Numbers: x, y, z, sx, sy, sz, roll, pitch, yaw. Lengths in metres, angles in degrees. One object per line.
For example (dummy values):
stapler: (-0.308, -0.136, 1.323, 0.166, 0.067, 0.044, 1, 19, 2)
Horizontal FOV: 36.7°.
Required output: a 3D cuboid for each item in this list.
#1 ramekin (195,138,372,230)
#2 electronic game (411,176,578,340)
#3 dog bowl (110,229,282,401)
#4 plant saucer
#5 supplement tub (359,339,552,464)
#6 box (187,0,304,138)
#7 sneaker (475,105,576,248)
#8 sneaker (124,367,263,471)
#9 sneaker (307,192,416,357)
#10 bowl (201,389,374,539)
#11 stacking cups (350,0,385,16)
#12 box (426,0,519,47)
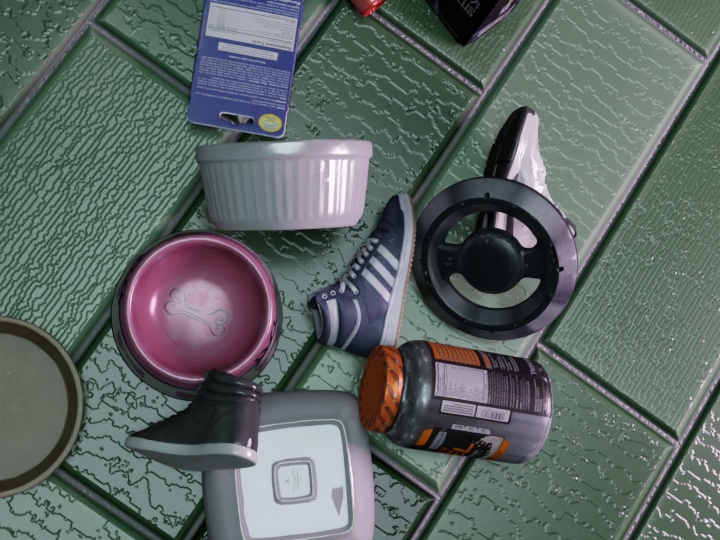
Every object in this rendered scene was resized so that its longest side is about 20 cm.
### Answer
ramekin: (-0.083, -0.095, 1.216, 0.201, 0.202, 0.095, -3, 95, -10)
electronic game: (0.154, -0.012, 1.265, 0.199, 0.042, 0.201, 8, 112, 19)
dog bowl: (-0.184, 0.047, 1.234, 0.199, 0.074, 0.202, 1, 82, -9)
plant saucer: (-0.407, 0.151, 1.202, 0.198, 0.029, 0.202, 1, 81, -9)
supplement tub: (0.106, 0.147, 1.232, 0.199, 0.122, 0.124, 11, 80, -15)
box: (-0.137, -0.261, 1.308, 0.120, 0.032, 0.202, 9, 79, -8)
sneaker: (0.212, -0.093, 1.332, 0.115, 0.076, 0.202, 14, 88, -15)
sneaker: (-0.175, 0.161, 1.182, 0.071, 0.199, 0.100, 34, 59, -40)
sneaker: (0.000, 0.000, 1.274, 0.108, 0.070, 0.202, 10, 83, -10)
bowl: (-0.078, 0.237, 1.224, 0.198, 0.075, 0.202, -3, 84, -10)
stacking cups: (-0.042, -0.403, 1.334, 0.060, 0.060, 0.201, -33, 90, -13)
box: (0.115, -0.394, 1.305, 0.086, 0.164, 0.200, -37, 90, -13)
